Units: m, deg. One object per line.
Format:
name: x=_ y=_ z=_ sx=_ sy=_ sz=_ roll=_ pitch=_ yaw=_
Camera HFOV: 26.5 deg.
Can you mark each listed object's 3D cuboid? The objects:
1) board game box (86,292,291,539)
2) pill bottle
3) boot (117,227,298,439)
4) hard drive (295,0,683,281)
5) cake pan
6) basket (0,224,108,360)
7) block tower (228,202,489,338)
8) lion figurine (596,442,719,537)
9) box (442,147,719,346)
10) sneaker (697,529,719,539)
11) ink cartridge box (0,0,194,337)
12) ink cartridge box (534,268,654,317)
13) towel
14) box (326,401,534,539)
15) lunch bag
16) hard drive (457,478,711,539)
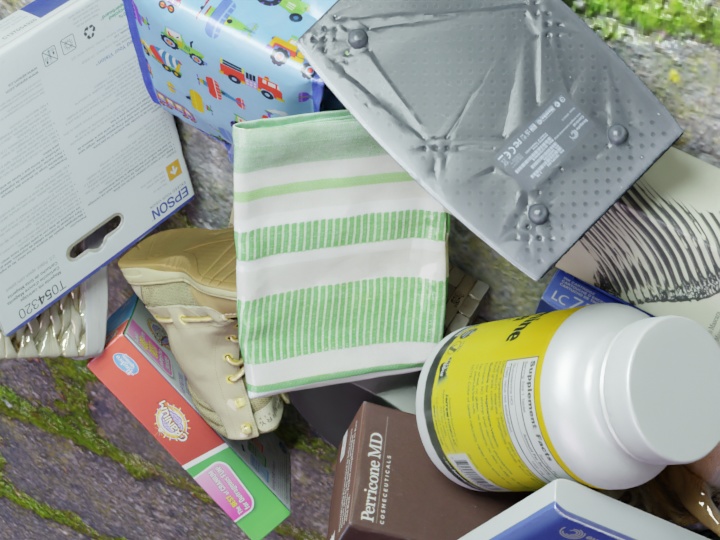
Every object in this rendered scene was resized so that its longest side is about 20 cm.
board game box: x=-0.137 y=0.117 z=1.270 sx=0.040 sy=0.153 sz=0.200 roll=-41 pitch=101 yaw=6
pill bottle: x=0.131 y=0.081 z=0.957 sx=0.113 sy=0.113 sz=0.199 roll=52 pitch=150 yaw=-16
boot: x=-0.083 y=0.051 z=1.113 sx=0.199 sy=0.073 sz=0.157 roll=3 pitch=124 yaw=47
hard drive: x=0.073 y=-0.102 z=0.888 sx=0.200 sy=0.135 sz=0.042 roll=45 pitch=175 yaw=11
cake pan: x=0.022 y=0.115 z=1.177 sx=0.199 sy=0.037 sz=0.201 roll=29 pitch=157 yaw=14
basket: x=-0.279 y=-0.033 z=1.165 sx=0.135 sy=0.123 sz=0.203 roll=7 pitch=98 yaw=47
block tower: x=0.000 y=0.000 z=1.112 sx=0.199 sy=0.054 sz=0.058 roll=30 pitch=141 yaw=10
lion figurine: x=0.226 y=0.105 z=0.969 sx=0.123 sy=0.072 sz=0.201 roll=54 pitch=137 yaw=32
box: x=0.155 y=-0.039 z=0.939 sx=0.199 sy=0.069 sz=0.083 roll=26 pitch=141 yaw=15
sneaker: x=0.232 y=0.227 z=1.042 sx=0.083 sy=0.199 sz=0.071 roll=40 pitch=124 yaw=19
ink cartridge box: x=-0.219 y=-0.087 z=1.085 sx=0.043 sy=0.196 sz=0.201 roll=24 pitch=140 yaw=35
ink cartridge box: x=0.168 y=0.077 z=1.068 sx=0.119 sy=0.042 sz=0.201 roll=28 pitch=139 yaw=12
towel: x=-0.008 y=-0.011 z=0.995 sx=0.023 sy=0.151 sz=0.202 roll=-121 pitch=28 yaw=-53
box: x=0.081 y=0.171 z=1.066 sx=0.198 sy=0.101 sz=0.075 roll=13 pitch=142 yaw=-8
lunch bag: x=-0.076 y=-0.129 z=1.032 sx=0.150 sy=0.094 sz=0.201 roll=28 pitch=150 yaw=9
hard drive: x=0.120 y=0.202 z=0.992 sx=0.131 sy=0.026 sz=0.200 roll=24 pitch=141 yaw=-21
